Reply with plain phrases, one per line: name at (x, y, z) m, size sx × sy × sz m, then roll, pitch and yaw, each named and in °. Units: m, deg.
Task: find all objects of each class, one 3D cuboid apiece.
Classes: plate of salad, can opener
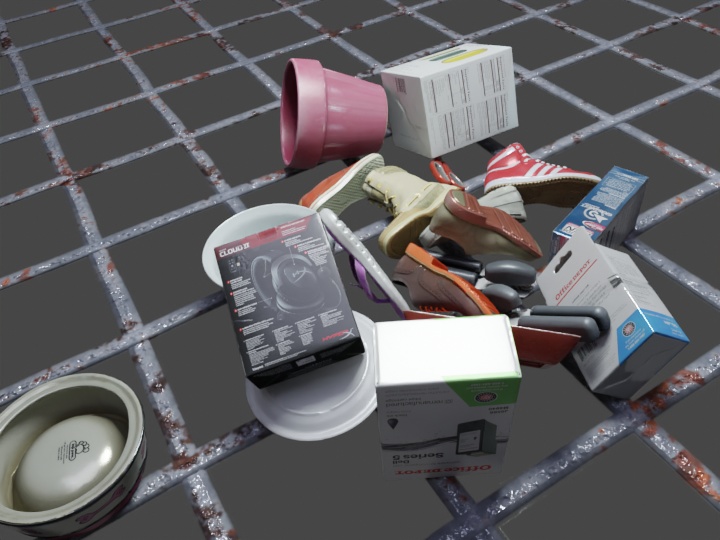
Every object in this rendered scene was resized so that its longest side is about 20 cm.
plate of salad at (-0.054, 0.136, 0.847) m, size 0.198 × 0.048 × 0.201 m, roll -7°, pitch 50°, yaw 9°
can opener at (0.229, 0.059, 0.840) m, size 0.052 × 0.067 × 0.199 m, roll -34°, pitch 20°, yaw -28°
can opener at (0.164, -0.006, 0.958) m, size 0.198 × 0.067 × 0.053 m, roll 14°, pitch 46°, yaw 19°

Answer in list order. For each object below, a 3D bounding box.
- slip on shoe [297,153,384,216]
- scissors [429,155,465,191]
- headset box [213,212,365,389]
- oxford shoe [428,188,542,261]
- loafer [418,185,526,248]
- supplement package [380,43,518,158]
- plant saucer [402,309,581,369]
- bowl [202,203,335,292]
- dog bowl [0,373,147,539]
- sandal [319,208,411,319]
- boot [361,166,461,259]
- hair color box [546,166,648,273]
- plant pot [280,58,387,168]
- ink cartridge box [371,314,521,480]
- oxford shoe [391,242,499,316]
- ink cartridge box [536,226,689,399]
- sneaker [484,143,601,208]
slip on shoe at (-0.032, -0.150, 1.132) m, size 0.061 × 0.074 × 0.200 m, roll 29°, pitch 58°, yaw 36°
scissors at (0.142, -0.210, 1.188) m, size 0.073 × 0.014 × 0.201 m, roll 19°, pitch 34°, yaw -30°
headset box at (-0.095, 0.029, 0.827) m, size 0.148 × 0.077 × 0.201 m, roll -19°, pitch 67°, yaw -3°
oxford shoe at (0.192, -0.054, 0.975) m, size 0.199 × 0.074 × 0.071 m, roll 25°, pitch 31°, yaw -23°
loafer at (0.185, -0.075, 1.024) m, size 0.199 × 0.070 × 0.070 m, roll -24°, pitch 79°, yaw -20°
supplement package at (0.169, -0.326, 1.211) m, size 0.199 × 0.152 × 0.152 m, roll -23°, pitch 28°, yaw -18°
plant saucer at (0.160, 0.091, 0.797) m, size 0.198 × 0.200 × 0.037 m, roll 8°, pitch 81°, yaw 14°
bowl at (-0.133, -0.006, 0.973) m, size 0.199 × 0.091 × 0.202 m, roll -3°, pitch 44°, yaw 3°
dog bowl at (-0.349, 0.225, 0.764) m, size 0.198 × 0.074 × 0.201 m, roll -3°, pitch 42°, yaw 3°
sandal at (0.000, -0.001, 0.922) m, size 0.050 × 0.203 × 0.082 m, roll -38°, pitch 3°, yaw 4°
boot at (0.057, -0.105, 1.070) m, size 0.155 × 0.073 × 0.200 m, roll 27°, pitch 51°, yaw 30°
hair color box at (0.361, -0.065, 0.975) m, size 0.060 × 0.101 × 0.200 m, roll 27°, pitch 52°, yaw 31°
plant pot at (-0.051, -0.291, 1.210) m, size 0.177 × 0.201 × 0.201 m, roll 0°, pitch 41°, yaw -17°
ink cartridge box at (0.090, 0.147, 0.708) m, size 0.144 × 0.201 × 0.084 m, roll -4°, pitch 46°, yaw 2°
oxford shoe at (0.118, 0.038, 0.893) m, size 0.073 × 0.071 × 0.200 m, roll -53°, pitch 43°, yaw 4°
ink cartridge box at (0.320, 0.050, 0.837) m, size 0.067 × 0.116 × 0.201 m, roll 14°, pitch 38°, yaw -24°
sneaker at (0.315, -0.167, 1.111) m, size 0.198 × 0.072 × 0.113 m, roll 0°, pitch 47°, yaw 9°
